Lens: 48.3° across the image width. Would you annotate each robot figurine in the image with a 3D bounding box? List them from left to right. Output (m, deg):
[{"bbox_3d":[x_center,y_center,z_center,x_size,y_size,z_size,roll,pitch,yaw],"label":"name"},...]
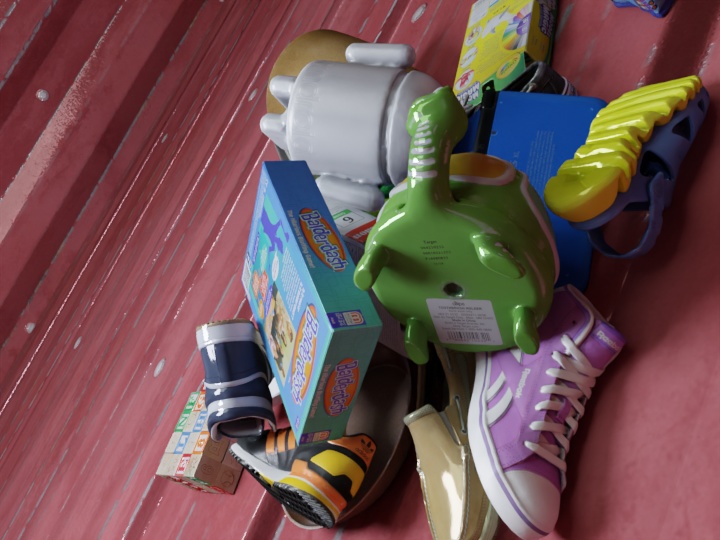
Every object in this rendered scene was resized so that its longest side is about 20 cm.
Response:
[{"bbox_3d":[0.005,-0.143,0.789,0.200,0.113,0.170,10,87,17],"label":"robot figurine"}]

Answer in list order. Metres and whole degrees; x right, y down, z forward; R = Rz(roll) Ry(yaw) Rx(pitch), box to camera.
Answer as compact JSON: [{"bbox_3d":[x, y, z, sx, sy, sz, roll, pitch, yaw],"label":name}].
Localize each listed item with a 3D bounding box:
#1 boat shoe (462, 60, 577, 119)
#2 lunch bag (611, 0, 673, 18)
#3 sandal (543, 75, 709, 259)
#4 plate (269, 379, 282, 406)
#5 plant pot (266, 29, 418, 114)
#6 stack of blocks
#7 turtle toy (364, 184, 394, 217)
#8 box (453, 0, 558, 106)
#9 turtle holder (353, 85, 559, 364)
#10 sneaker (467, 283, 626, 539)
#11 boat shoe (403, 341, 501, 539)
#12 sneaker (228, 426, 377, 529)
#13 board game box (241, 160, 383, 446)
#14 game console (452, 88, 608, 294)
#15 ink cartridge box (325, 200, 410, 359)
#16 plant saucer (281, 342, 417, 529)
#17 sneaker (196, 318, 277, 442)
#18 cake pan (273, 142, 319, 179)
[{"bbox_3d":[0.133,-0.151,0.865,0.199,0.068,0.074,-30,37,43],"label":"boat shoe"},{"bbox_3d":[0.284,-0.373,0.760,0.200,0.150,0.094,-51,27,12],"label":"lunch bag"},{"bbox_3d":[0.219,-0.081,0.635,0.200,0.087,0.079,-46,23,-27],"label":"sandal"},{"bbox_3d":[-0.061,0.081,0.940,0.200,0.032,0.200,-33,25,49],"label":"plate"},{"bbox_3d":[0.006,-0.216,1.057,0.200,0.186,0.187,24,82,49],"label":"plant pot"},{"bbox_3d":[-0.177,0.180,1.036,0.115,0.059,0.200,-16,47,53],"label":"stack of blocks"},{"bbox_3d":[0.021,-0.095,0.891,0.101,0.146,0.200,-40,46,51],"label":"turtle toy"},{"bbox_3d":[0.173,-0.269,0.952,0.117,0.048,0.200,-25,38,46],"label":"box"},{"bbox_3d":[0.067,-0.030,0.597,0.141,0.185,0.132,-29,27,43],"label":"turtle holder"},{"bbox_3d":[0.142,0.089,0.589,0.114,0.073,0.201,-34,35,33],"label":"sneaker"},{"bbox_3d":[0.066,0.137,0.656,0.072,0.076,0.200,-39,32,32],"label":"boat shoe"},{"bbox_3d":[-0.052,0.176,0.766,0.090,0.070,0.200,-46,21,-20],"label":"sneaker"},{"bbox_3d":[-0.051,0.025,0.698,0.152,0.045,0.200,108,148,-43],"label":"board game box"},{"bbox_3d":[0.135,-0.056,0.758,0.170,0.118,0.200,8,69,16],"label":"game console"},{"bbox_3d":[0.000,0.000,0.806,0.050,0.109,0.200,-28,39,-34],"label":"ink cartridge box"},{"bbox_3d":[-0.008,0.164,0.799,0.200,0.034,0.200,-41,30,29],"label":"plant saucer"},{"bbox_3d":[-0.112,0.116,0.812,0.070,0.200,0.109,-13,77,5],"label":"sneaker"},{"bbox_3d":[-0.057,-0.097,1.017,0.037,0.200,0.200,-25,28,-5],"label":"cake pan"}]
